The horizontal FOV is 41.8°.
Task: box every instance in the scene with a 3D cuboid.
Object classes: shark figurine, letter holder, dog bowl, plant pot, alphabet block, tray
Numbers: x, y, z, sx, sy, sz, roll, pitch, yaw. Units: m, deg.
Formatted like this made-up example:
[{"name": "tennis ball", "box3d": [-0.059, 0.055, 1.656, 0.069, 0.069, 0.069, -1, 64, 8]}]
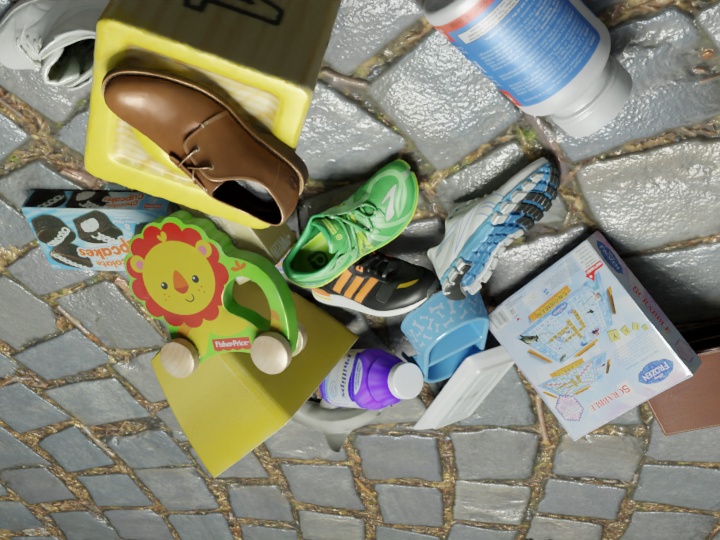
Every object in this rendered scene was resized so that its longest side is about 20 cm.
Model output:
[{"name": "shark figurine", "box3d": [-0.018, 0.231, 1.439, 0.214, 0.090, 0.128, -16, 132, 30]}, {"name": "letter holder", "box3d": [0.456, 0.112, 1.191, 0.199, 0.101, 0.142, -17, 128, 28]}, {"name": "dog bowl", "box3d": [0.112, 0.086, 1.214, 0.111, 0.050, 0.200, -26, 156, -10]}, {"name": "plant pot", "box3d": [-0.159, 0.123, 1.273, 0.176, 0.200, 0.200, 46, 132, -4]}, {"name": "alphabet block", "box3d": [-0.141, -0.194, 0.922, 0.195, 0.201, 0.196, 17, 138, -5]}, {"name": "tray", "box3d": [0.155, 0.168, 1.331, 0.107, 0.022, 0.200, -13, 149, -32]}]

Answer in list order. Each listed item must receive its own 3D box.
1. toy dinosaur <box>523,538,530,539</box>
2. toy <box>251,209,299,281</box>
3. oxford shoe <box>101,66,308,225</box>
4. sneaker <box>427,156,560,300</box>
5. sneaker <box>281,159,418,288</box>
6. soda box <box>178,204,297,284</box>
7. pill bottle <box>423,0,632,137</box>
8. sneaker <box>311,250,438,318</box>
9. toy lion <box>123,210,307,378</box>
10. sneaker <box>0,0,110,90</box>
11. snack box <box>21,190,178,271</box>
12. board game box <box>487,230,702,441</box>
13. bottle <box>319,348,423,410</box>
[{"name": "toy dinosaur", "box3d": [0.346, 0.532, 1.702, 0.199, 0.077, 0.102, -18, 142, 22]}, {"name": "toy", "box3d": [-0.137, -0.059, 1.180, 0.114, 0.047, 0.201, 3, 138, 7]}, {"name": "oxford shoe", "box3d": [-0.137, -0.107, 0.817, 0.199, 0.071, 0.071, 30, 136, -16]}, {"name": "sneaker", "box3d": [0.145, -0.064, 1.096, 0.075, 0.087, 0.200, 16, 122, -46]}, {"name": "sneaker", "box3d": [-0.011, -0.047, 1.099, 0.200, 0.084, 0.074, -43, 79, 15]}, {"name": "soda box", "box3d": [-0.165, -0.086, 1.099, 0.068, 0.064, 0.200, -27, 105, 33]}, {"name": "pill bottle", "box3d": [0.164, -0.218, 0.892, 0.200, 0.113, 0.112, 38, 132, -24]}, {"name": "sneaker", "box3d": [0.000, 0.000, 1.166, 0.199, 0.070, 0.090, 5, 137, 41]}, {"name": "toy lion", "box3d": [-0.176, 0.024, 1.097, 0.199, 0.069, 0.193, -4, 108, 23]}, {"name": "sneaker", "box3d": [-0.326, -0.235, 0.985, 0.199, 0.116, 0.074, -14, 134, 28]}, {"name": "snack box", "box3d": [-0.330, -0.050, 1.242, 0.199, 0.037, 0.117, 2, 137, 11]}, {"name": "board game box", "box3d": [0.280, 0.085, 1.171, 0.200, 0.041, 0.200, 54, 133, 6]}, {"name": "bottle", "box3d": [0.013, 0.149, 1.292, 0.065, 0.084, 0.200, 11, 171, -28]}]
